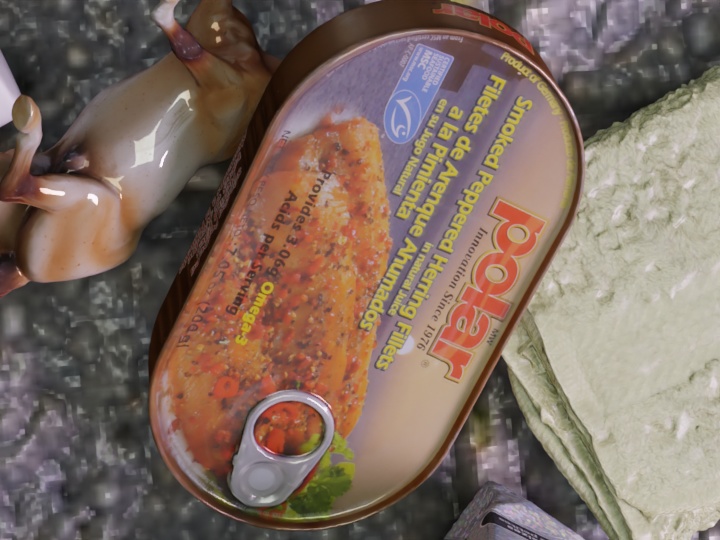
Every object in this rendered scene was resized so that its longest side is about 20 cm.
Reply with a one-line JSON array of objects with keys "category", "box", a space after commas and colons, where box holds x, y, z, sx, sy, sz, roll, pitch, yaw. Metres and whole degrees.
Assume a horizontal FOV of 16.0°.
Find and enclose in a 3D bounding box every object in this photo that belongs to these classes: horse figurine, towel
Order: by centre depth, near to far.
[{"category": "horse figurine", "box": [-0.079, -0.046, 0.857, 0.200, 0.133, 0.050, -40, 63, -11]}, {"category": "towel", "box": [0.142, -0.001, 0.917, 0.199, 0.036, 0.149, -30, 93, 1]}]

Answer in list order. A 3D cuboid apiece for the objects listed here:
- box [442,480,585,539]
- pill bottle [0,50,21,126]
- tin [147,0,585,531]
[{"category": "box", "box": [0.090, 0.188, 0.878, 0.199, 0.115, 0.132, 35, 100, -5]}, {"category": "pill bottle", "box": [-0.218, -0.038, 0.864, 0.199, 0.109, 0.110, -29, 94, 0]}, {"category": "tin", "box": [0.000, 0.000, 0.874, 0.111, 0.042, 0.201, 21, 115, -15]}]
